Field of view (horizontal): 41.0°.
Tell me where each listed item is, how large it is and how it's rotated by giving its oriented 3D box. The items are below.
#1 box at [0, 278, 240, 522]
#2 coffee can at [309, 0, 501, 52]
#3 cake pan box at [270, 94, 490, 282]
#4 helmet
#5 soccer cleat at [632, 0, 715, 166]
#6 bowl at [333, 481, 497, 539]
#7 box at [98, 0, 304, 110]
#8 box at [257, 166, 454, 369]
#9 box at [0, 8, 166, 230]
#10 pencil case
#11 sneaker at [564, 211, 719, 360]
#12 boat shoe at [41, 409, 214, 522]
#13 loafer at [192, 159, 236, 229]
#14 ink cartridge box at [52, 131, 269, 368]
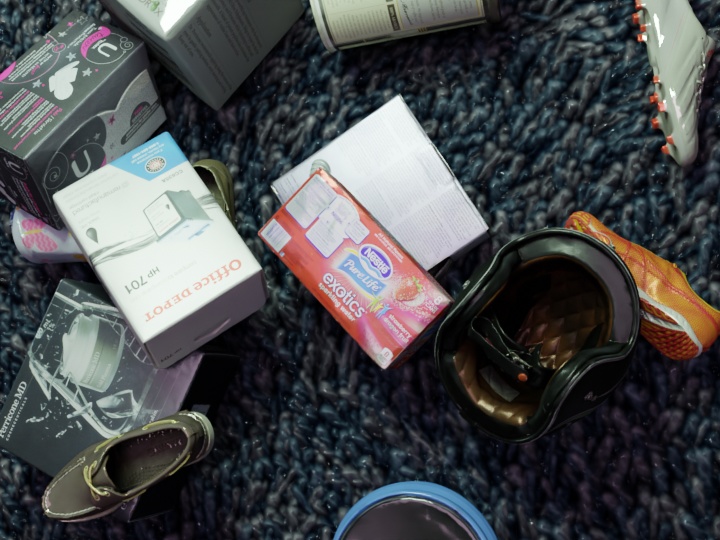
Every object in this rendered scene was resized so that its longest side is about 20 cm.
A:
[{"bbox_3d":[-0.275,0.144,1.093,0.194,0.124,0.202,24,89,15],"label":"box"},{"bbox_3d":[0.049,-0.333,1.068,0.197,0.146,0.149,-8,82,11],"label":"coffee can"},{"bbox_3d":[0.025,-0.066,1.091,0.183,0.052,0.201,-35,77,8],"label":"cake pan box"},{"bbox_3d":[0.185,0.060,0.969,0.200,0.201,0.190,45,53,13],"label":"helmet"},{"bbox_3d":[0.347,-0.214,1.033,0.076,0.069,0.203,-9,79,8],"label":"soccer cleat"},{"bbox_3d":[0.057,0.333,1.038,0.197,0.039,0.204,-2,84,14],"label":"bowl"},{"bbox_3d":[-0.199,-0.334,1.088,0.200,0.199,0.172,41,86,14],"label":"box"},{"bbox_3d":[0.000,0.000,1.015,0.100,0.095,0.200,-45,78,6],"label":"box"},{"bbox_3d":[-0.333,-0.171,1.098,0.114,0.133,0.201,28,62,20],"label":"box"},{"bbox_3d":[-0.310,-0.057,1.144,0.197,0.083,0.092,-1,69,12],"label":"pencil case"},{"bbox_3d":[0.296,0.011,1.024,0.077,0.073,0.200,-30,68,-30],"label":"sneaker"},{"bbox_3d":[-0.247,0.203,0.987,0.198,0.059,0.073,-25,81,7],"label":"boat shoe"},{"bbox_3d":[-0.176,-0.035,1.120,0.075,0.067,0.203,-14,80,10],"label":"loafer"},{"bbox_3d":[-0.210,-0.023,1.021,0.145,0.086,0.201,-32,68,-15],"label":"ink cartridge box"}]
